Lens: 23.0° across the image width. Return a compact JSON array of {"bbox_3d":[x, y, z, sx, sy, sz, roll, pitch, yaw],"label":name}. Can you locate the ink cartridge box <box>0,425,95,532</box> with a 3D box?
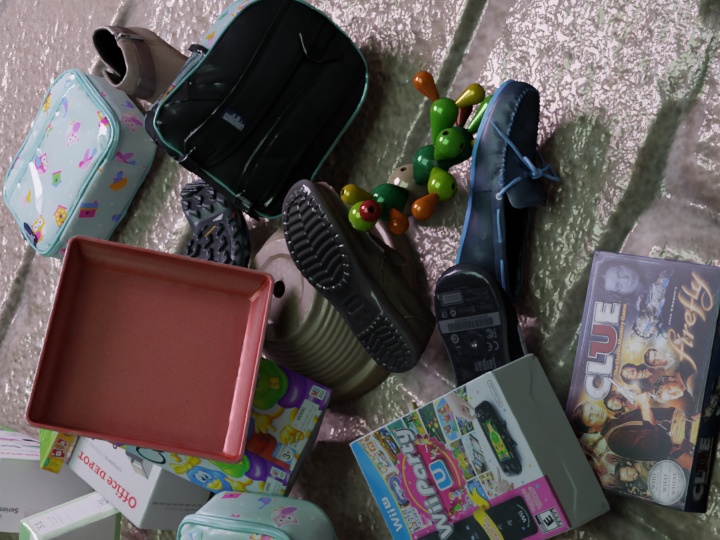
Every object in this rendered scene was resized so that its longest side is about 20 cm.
[{"bbox_3d":[-0.413,0.231,1.993,0.199,0.144,0.084,13,91,44],"label":"ink cartridge box"}]

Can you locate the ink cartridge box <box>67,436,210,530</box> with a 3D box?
[{"bbox_3d":[-0.208,0.153,1.857,0.145,0.084,0.201,31,104,42],"label":"ink cartridge box"}]

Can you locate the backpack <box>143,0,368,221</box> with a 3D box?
[{"bbox_3d":[-0.097,-0.172,1.750,0.200,0.175,0.153,-53,13,3],"label":"backpack"}]

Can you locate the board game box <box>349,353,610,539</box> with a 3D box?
[{"bbox_3d":[0.099,0.177,1.531,0.200,0.064,0.148,-32,81,46],"label":"board game box"}]

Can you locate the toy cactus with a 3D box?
[{"bbox_3d":[0.049,-0.093,1.632,0.200,0.102,0.165,-52,0,-25],"label":"toy cactus"}]

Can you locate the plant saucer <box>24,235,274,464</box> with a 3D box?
[{"bbox_3d":[-0.192,0.078,1.636,0.037,0.198,0.201,108,172,-60],"label":"plant saucer"}]

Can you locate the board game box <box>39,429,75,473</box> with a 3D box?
[{"bbox_3d":[-0.329,0.137,1.962,0.096,0.030,0.200,-63,21,15],"label":"board game box"}]

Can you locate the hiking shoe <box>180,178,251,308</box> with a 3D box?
[{"bbox_3d":[-0.135,-0.011,1.782,0.074,0.087,0.201,-18,40,13],"label":"hiking shoe"}]

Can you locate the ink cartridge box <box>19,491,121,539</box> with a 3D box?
[{"bbox_3d":[-0.347,0.325,1.850,0.048,0.199,0.146,42,136,38],"label":"ink cartridge box"}]

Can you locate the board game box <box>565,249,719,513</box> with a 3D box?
[{"bbox_3d":[0.241,0.090,1.482,0.135,0.035,0.201,9,88,44],"label":"board game box"}]

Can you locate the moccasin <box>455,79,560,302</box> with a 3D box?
[{"bbox_3d":[0.141,-0.068,1.589,0.068,0.080,0.201,20,110,38],"label":"moccasin"}]

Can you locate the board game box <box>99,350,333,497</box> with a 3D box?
[{"bbox_3d":[-0.143,0.136,1.697,0.103,0.199,0.105,109,-173,-53],"label":"board game box"}]

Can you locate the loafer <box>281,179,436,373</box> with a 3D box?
[{"bbox_3d":[0.000,0.000,1.643,0.073,0.071,0.201,-30,93,45],"label":"loafer"}]

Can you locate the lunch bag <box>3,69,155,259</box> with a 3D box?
[{"bbox_3d":[-0.327,-0.117,2.012,0.200,0.077,0.161,-56,51,20],"label":"lunch bag"}]

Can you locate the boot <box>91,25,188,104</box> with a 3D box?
[{"bbox_3d":[-0.197,-0.188,1.867,0.200,0.146,0.070,46,111,38],"label":"boot"}]

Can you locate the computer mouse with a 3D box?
[{"bbox_3d":[0.098,0.095,1.594,0.140,0.046,0.201,-17,92,37],"label":"computer mouse"}]

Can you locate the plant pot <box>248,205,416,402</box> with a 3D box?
[{"bbox_3d":[-0.048,0.025,1.726,0.200,0.092,0.202,-8,78,41],"label":"plant pot"}]

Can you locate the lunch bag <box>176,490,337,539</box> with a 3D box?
[{"bbox_3d":[-0.089,0.311,1.669,0.160,0.077,0.201,2,113,35],"label":"lunch bag"}]
